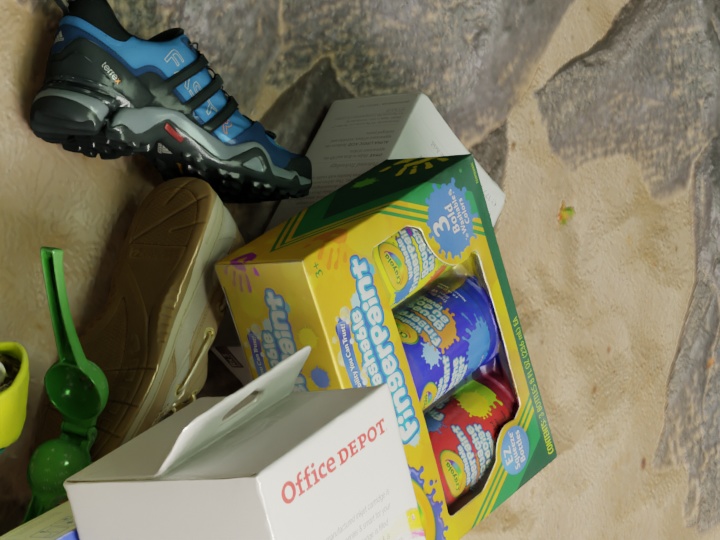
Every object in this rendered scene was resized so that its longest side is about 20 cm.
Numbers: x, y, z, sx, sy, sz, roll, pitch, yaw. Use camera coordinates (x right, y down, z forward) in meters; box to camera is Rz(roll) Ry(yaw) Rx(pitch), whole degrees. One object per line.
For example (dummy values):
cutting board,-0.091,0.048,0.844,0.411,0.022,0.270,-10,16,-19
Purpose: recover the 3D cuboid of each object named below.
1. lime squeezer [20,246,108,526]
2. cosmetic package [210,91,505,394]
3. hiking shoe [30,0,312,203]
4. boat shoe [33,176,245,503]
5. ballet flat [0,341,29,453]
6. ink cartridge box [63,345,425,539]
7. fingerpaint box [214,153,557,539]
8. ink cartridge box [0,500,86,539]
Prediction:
lime squeezer,-0.160,0.088,1.169,0.071,0.038,0.201,-15,117,-81
cosmetic package,0.000,0.000,1.376,0.113,0.081,0.200,47,54,-37
hiking shoe,-0.097,-0.095,1.280,0.200,0.074,0.087,21,72,-45
boat shoe,-0.115,0.049,1.249,0.069,0.074,0.201,43,65,-48
ballet flat,-0.242,0.066,1.109,0.200,0.067,0.067,-7,130,-52
ink cartridge box,-0.050,0.150,1.129,0.128,0.125,0.201,-30,110,-55
fingerpaint box,0.021,0.055,1.282,0.167,0.073,0.201,-32,112,-45
ink cartridge box,-0.110,0.156,1.192,0.200,0.044,0.094,-26,108,-55
